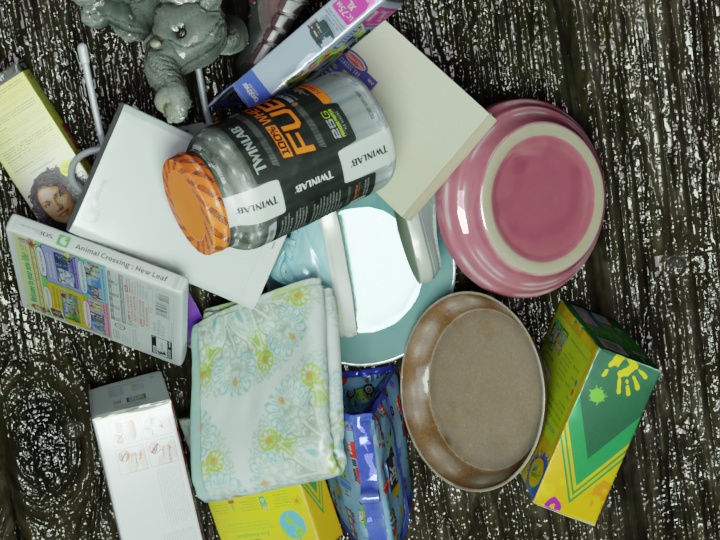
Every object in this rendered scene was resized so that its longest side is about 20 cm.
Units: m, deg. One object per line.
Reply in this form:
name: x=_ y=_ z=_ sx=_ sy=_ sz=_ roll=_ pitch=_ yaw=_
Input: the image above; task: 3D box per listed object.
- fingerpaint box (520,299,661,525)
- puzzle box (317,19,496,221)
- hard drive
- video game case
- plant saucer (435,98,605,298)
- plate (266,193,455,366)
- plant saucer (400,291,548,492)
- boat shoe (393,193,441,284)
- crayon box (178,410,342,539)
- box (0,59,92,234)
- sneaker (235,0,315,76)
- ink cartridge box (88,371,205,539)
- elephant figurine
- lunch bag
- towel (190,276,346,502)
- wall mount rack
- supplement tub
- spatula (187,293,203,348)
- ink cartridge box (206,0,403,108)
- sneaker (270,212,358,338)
fingerpaint box: x=0.220 y=0.139 z=1.688 sx=0.073 sy=0.200 sz=0.168 roll=20 pitch=100 yaw=-8
puzzle box: x=0.025 y=-0.162 z=1.663 sx=0.133 sy=0.025 sz=0.200 roll=-49 pitch=63 yaw=9
hard drive: x=-0.167 y=-0.061 z=1.619 sx=0.199 sy=0.026 sz=0.133 roll=24 pitch=91 yaw=-21
video game case: x=-0.258 y=0.022 z=1.664 sx=0.181 sy=0.200 sz=0.022 roll=20 pitch=66 yaw=2
plant saucer: x=0.171 y=-0.072 z=1.680 sx=0.199 sy=0.051 sz=0.203 roll=-2 pitch=94 yaw=-28
plate: x=0.000 y=0.000 z=1.748 sx=0.198 sy=0.026 sz=0.202 roll=0 pitch=100 yaw=-2
plant saucer: x=0.120 y=0.121 z=1.693 sx=0.034 sy=0.199 sz=0.202 roll=-1 pitch=105 yaw=-44
boat shoe: x=0.067 y=-0.089 z=1.689 sx=0.071 sy=0.070 sz=0.203 roll=-8 pitch=79 yaw=-6
crayon box: x=-0.100 y=0.231 z=1.753 sx=0.126 sy=0.051 sz=0.202 roll=-11 pitch=102 yaw=31
box: x=-0.322 y=-0.111 z=1.710 sx=0.075 sy=0.050 sz=0.201 roll=-32 pitch=99 yaw=4
sneaker: x=-0.098 y=-0.298 z=1.674 sx=0.115 sy=0.076 sz=0.201 roll=31 pitch=92 yaw=2
ink cartridge box: x=-0.217 y=0.215 z=1.719 sx=0.083 sy=0.176 sz=0.202 roll=-13 pitch=102 yaw=-9
elephant figurine: x=-0.171 y=-0.244 z=1.602 sx=0.200 sy=0.141 sz=0.156 roll=36 pitch=106 yaw=30
lunch bag: x=0.003 y=0.196 z=1.696 sx=0.093 sy=0.200 sz=0.152 roll=-7 pitch=101 yaw=1
towel: x=-0.095 y=0.118 z=1.655 sx=0.170 sy=0.048 sz=0.202 roll=-17 pitch=66 yaw=34
wall mount rack: x=-0.203 y=-0.151 z=1.681 sx=0.198 sy=0.075 sz=0.175 roll=-13 pitch=63 yaw=-16
supplement tub: x=-0.077 y=-0.097 z=1.565 sx=0.199 sy=0.122 sz=0.123 roll=-27 pitch=102 yaw=-24
spatula: x=-0.154 y=0.100 z=1.765 sx=0.056 sy=0.021 sz=0.201 roll=-30 pitch=104 yaw=26
ink cartridge box: x=-0.052 y=-0.211 z=1.629 sx=0.199 sy=0.119 sz=0.042 roll=-37 pitch=90 yaw=12
sneaker: x=-0.056 y=-0.022 z=1.694 sx=0.081 sy=0.074 sz=0.202 roll=-11 pitch=100 yaw=-2
